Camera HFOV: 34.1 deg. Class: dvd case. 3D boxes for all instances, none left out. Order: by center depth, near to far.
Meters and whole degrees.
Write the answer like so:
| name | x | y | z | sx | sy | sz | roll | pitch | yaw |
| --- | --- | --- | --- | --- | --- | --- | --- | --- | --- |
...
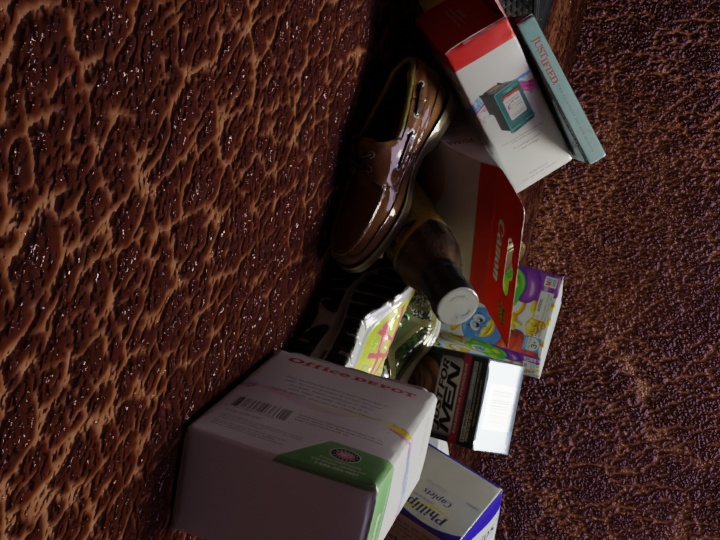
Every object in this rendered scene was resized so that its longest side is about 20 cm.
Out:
| name | x | y | z | sx | sy | sz | roll | pitch | yaw |
| --- | --- | --- | --- | --- | --- | --- | --- | --- | --- |
| dvd case | 0.173 | -0.179 | 1.141 | 0.147 | 0.022 | 0.200 | 60 | 1 | -12 |

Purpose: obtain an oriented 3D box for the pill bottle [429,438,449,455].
| name | x | y | z | sx | sy | sz | roll | pitch | yaw |
| --- | --- | --- | --- | --- | --- | --- | --- | --- | --- |
| pill bottle | 0.058 | 0.248 | 1.498 | 0.200 | 0.113 | 0.115 | 77 | 30 | -64 |

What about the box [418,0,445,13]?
| name | x | y | z | sx | sy | sz | roll | pitch | yaw |
| --- | --- | --- | --- | --- | --- | --- | --- | --- | --- |
| box | 0.124 | -0.192 | 1.205 | 0.075 | 0.050 | 0.201 | -101 | 165 | -61 |

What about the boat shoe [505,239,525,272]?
| name | x | y | z | sx | sy | sz | roll | pitch | yaw |
| --- | --- | --- | --- | --- | --- | --- | --- | --- | --- |
| boat shoe | 0.115 | -0.011 | 1.250 | 0.072 | 0.068 | 0.200 | -30 | 174 | -15 |

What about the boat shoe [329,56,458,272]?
| name | x | y | z | sx | sy | sz | roll | pitch | yaw |
| --- | --- | --- | --- | --- | --- | --- | --- | --- | --- |
| boat shoe | 0.015 | -0.099 | 1.065 | 0.068 | 0.072 | 0.202 | 38 | 72 | -44 |

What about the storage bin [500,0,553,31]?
| name | x | y | z | sx | sy | sz | roll | pitch | yaw |
| --- | --- | --- | --- | --- | --- | --- | --- | --- | --- |
| storage bin | 0.195 | -0.386 | 1.462 | 0.201 | 0.093 | 0.136 | 81 | 26 | -62 |

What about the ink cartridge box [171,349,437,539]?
| name | x | y | z | sx | sy | sz | roll | pitch | yaw |
| --- | --- | --- | --- | --- | --- | --- | --- | --- | --- |
| ink cartridge box | -0.035 | 0.142 | 0.897 | 0.200 | 0.144 | 0.088 | -42 | 145 | -69 |

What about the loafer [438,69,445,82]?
| name | x | y | z | sx | sy | sz | roll | pitch | yaw |
| --- | --- | --- | --- | --- | --- | --- | --- | --- | --- |
| loafer | 0.123 | -0.212 | 1.371 | 0.068 | 0.075 | 0.202 | -38 | 140 | -61 |

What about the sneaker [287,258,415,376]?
| name | x | y | z | sx | sy | sz | roll | pitch | yaw |
| --- | --- | --- | --- | --- | --- | --- | --- | --- | --- |
| sneaker | -0.004 | 0.066 | 1.089 | 0.200 | 0.078 | 0.091 | -50 | 141 | -39 |

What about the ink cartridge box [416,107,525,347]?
| name | x | y | z | sx | sy | sz | roll | pitch | yaw |
| --- | --- | --- | --- | --- | --- | --- | --- | --- | --- |
| ink cartridge box | 0.093 | -0.045 | 1.116 | 0.201 | 0.050 | 0.163 | -111 | -162 | -50 |

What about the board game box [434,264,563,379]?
| name | x | y | z | sx | sy | sz | roll | pitch | yaw |
| --- | --- | --- | --- | --- | --- | --- | --- | --- | --- |
| board game box | 0.131 | 0.042 | 1.396 | 0.103 | 0.198 | 0.106 | 65 | 42 | -70 |

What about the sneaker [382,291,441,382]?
| name | x | y | z | sx | sy | sz | roll | pitch | yaw |
| --- | --- | --- | --- | --- | --- | --- | --- | --- | --- |
| sneaker | 0.028 | 0.074 | 1.283 | 0.089 | 0.076 | 0.201 | 54 | 51 | -48 |

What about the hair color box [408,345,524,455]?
| name | x | y | z | sx | sy | sz | roll | pitch | yaw |
| --- | --- | --- | --- | --- | --- | --- | --- | --- | --- |
| hair color box | 0.088 | 0.137 | 1.327 | 0.060 | 0.199 | 0.100 | 14 | 87 | -37 |

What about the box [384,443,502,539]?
| name | x | y | z | sx | sy | sz | roll | pitch | yaw |
| --- | --- | --- | --- | --- | --- | --- | --- | --- | --- |
| box | 0.051 | 0.295 | 1.319 | 0.105 | 0.183 | 0.201 | -37 | 144 | -39 |

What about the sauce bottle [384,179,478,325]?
| name | x | y | z | sx | sy | sz | roll | pitch | yaw |
| --- | --- | --- | --- | --- | --- | --- | --- | --- | --- |
| sauce bottle | 0.054 | -0.026 | 1.076 | 0.200 | 0.064 | 0.065 | -120 | -150 | -52 |

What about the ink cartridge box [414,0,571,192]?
| name | x | y | z | sx | sy | sz | roll | pitch | yaw |
| --- | --- | --- | --- | --- | --- | --- | --- | --- | --- |
| ink cartridge box | 0.116 | -0.187 | 1.098 | 0.201 | 0.067 | 0.116 | 59 | 3 | -28 |
